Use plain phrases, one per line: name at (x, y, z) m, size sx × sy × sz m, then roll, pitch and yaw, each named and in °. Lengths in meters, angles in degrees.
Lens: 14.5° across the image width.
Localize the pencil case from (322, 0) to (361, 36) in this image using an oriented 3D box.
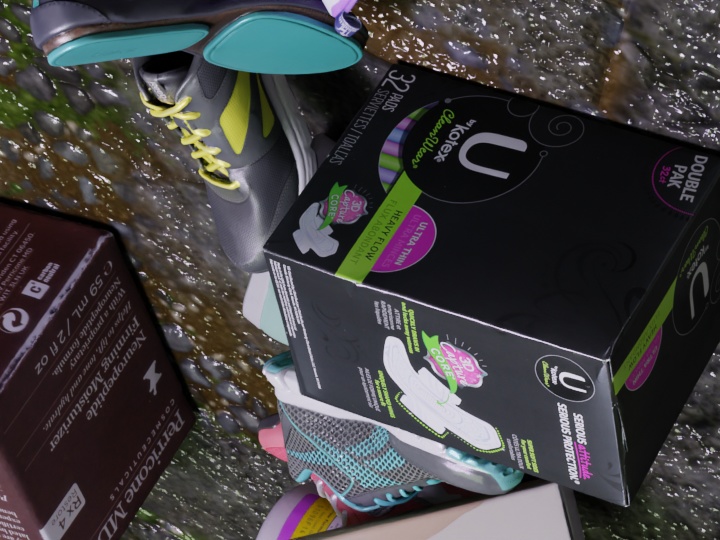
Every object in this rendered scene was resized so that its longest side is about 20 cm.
pencil case at (-0.059, -0.205, 1.372) m, size 0.200 × 0.084 × 0.085 m, roll 37°, pitch 173°, yaw -5°

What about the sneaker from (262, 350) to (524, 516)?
sneaker at (0.024, 0.109, 1.708) m, size 0.200 × 0.077 × 0.092 m, roll 20°, pitch 119°, yaw 44°

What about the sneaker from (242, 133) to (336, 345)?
sneaker at (0.000, 0.000, 1.614) m, size 0.118 × 0.074 × 0.201 m, roll 31°, pitch 156°, yaw 9°

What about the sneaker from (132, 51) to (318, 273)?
sneaker at (-0.081, -0.090, 1.488) m, size 0.074 × 0.084 × 0.201 m, roll 10°, pitch 116°, yaw 44°

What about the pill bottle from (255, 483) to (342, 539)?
pill bottle at (0.031, 0.218, 1.870) m, size 0.199 × 0.104 × 0.104 m, roll 18°, pitch 147°, yaw 24°

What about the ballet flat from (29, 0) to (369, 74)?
ballet flat at (-0.078, -0.136, 1.389) m, size 0.199 × 0.073 × 0.073 m, roll -2°, pitch -177°, yaw -42°

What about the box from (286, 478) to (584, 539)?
box at (0.038, 0.185, 1.718) m, size 0.199 × 0.078 × 0.095 m, roll -14°, pitch 178°, yaw 6°

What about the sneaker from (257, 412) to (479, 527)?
sneaker at (0.014, 0.155, 1.794) m, size 0.200 × 0.087 × 0.074 m, roll 25°, pitch 171°, yaw 14°

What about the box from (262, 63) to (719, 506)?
box at (0.077, 0.005, 1.473) m, size 0.199 × 0.149 × 0.125 m, roll 18°, pitch 146°, yaw 24°

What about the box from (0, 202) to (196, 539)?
box at (-0.238, 0.078, 1.859) m, size 0.164 × 0.166 × 0.200 m, roll 14°, pitch 145°, yaw 28°
